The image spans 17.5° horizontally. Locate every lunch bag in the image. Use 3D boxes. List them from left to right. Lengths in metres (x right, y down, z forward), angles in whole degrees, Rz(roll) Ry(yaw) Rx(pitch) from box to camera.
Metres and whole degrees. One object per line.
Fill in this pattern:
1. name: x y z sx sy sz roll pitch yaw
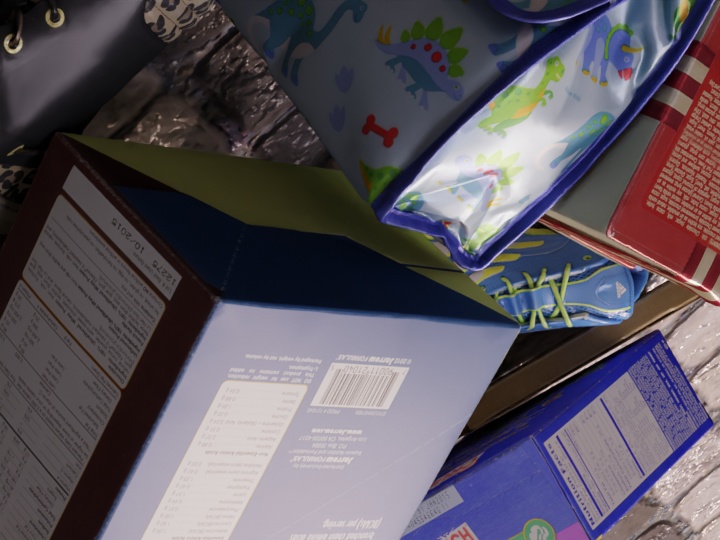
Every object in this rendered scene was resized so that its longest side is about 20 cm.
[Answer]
1. lunch bag: 0.056 -0.132 1.078 0.200 0.170 0.127 -43 148 13

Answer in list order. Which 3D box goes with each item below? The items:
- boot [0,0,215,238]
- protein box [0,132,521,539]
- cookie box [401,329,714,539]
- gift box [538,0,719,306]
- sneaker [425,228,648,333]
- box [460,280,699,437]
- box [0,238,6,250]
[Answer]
1. boot: -0.160 -0.106 0.995 0.154 0.074 0.203 -45 151 6
2. protein box: -0.072 0.065 1.081 0.198 0.135 0.200 6 120 -47
3. cookie box: 0.096 0.130 1.395 0.171 0.075 0.200 -33 179 33
4. gift box: 0.158 -0.097 1.189 0.184 0.187 0.200 32 87 -40
5. sneaker: 0.093 0.004 1.355 0.105 0.076 0.200 -6 -176 40
6. box: 0.129 0.055 1.477 0.200 0.021 0.163 -29 177 -15
7. box: -0.222 0.024 1.120 0.200 0.048 0.159 0 133 -45
